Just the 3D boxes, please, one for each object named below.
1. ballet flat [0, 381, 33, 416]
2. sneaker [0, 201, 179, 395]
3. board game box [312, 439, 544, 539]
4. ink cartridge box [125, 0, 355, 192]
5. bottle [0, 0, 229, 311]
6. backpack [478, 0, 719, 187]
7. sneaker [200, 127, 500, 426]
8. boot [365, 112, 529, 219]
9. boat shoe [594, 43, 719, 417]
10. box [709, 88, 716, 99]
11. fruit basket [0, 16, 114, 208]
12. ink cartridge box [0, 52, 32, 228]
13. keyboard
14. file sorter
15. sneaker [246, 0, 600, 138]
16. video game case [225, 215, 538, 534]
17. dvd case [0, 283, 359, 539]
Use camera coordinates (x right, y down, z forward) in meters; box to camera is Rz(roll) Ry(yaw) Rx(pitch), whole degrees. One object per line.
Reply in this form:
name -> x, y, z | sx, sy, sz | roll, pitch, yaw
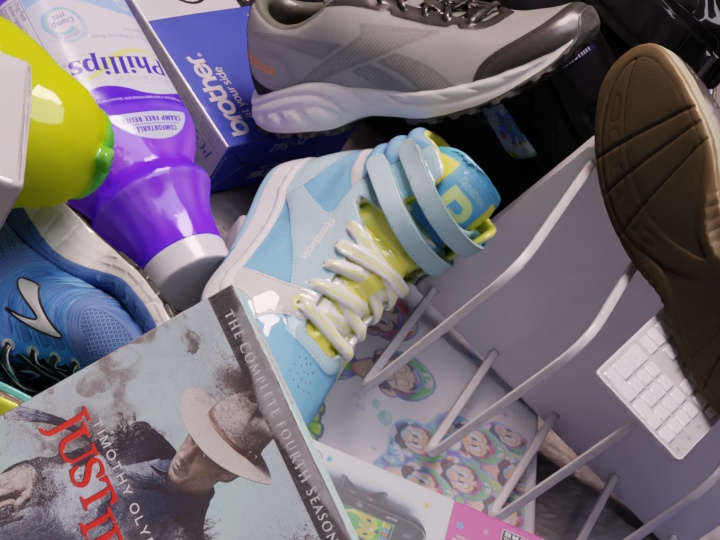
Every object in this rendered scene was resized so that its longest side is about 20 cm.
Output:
ballet flat -> -0.121, 0.109, 1.268 | 0.200, 0.067, 0.067 | 26, 72, -13
sneaker -> -0.133, 0.034, 1.295 | 0.200, 0.089, 0.079 | 38, -11, 42
board game box -> -0.013, 0.188, 1.217 | 0.147, 0.064, 0.200 | 24, 62, -14
ink cartridge box -> -0.094, -0.136, 1.530 | 0.094, 0.044, 0.200 | -13, 60, -40
bottle -> -0.128, -0.071, 1.426 | 0.083, 0.065, 0.200 | -6, 55, -40
backpack -> 0.093, -0.166, 1.476 | 0.200, 0.163, 0.154 | 48, 5, -19
sneaker -> 0.000, 0.000, 1.351 | 0.080, 0.130, 0.200 | 52, 34, -31
boot -> 0.097, -0.094, 1.603 | 0.203, 0.074, 0.154 | 37, 37, -1
boat shoe -> 0.173, -0.015, 1.328 | 0.066, 0.072, 0.201 | 6, 55, -43
box -> 0.173, -0.007, 1.537 | 0.032, 0.121, 0.200 | 5, 41, 12
fruit basket -> -0.218, -0.090, 1.276 | 0.215, 0.216, 0.156 | 5, 49, -31
ink cartridge box -> -0.244, -0.020, 1.193 | 0.147, 0.200, 0.086 | 18, 43, -20
keyboard -> 0.177, 0.028, 1.348 | 0.056, 0.011, 0.200 | 52, 40, 1
file sorter -> 0.122, 0.068, 1.380 | 0.200, 0.139, 0.125 | 45, 38, -7
sneaker -> 0.025, -0.117, 1.410 | 0.074, 0.200, 0.079 | -36, 116, -58
video game case -> 0.007, 0.077, 1.412 | 0.182, 0.024, 0.200 | 22, 42, -16
dvd case -> -0.111, 0.113, 1.189 | 0.146, 0.200, 0.022 | 64, 5, 28
